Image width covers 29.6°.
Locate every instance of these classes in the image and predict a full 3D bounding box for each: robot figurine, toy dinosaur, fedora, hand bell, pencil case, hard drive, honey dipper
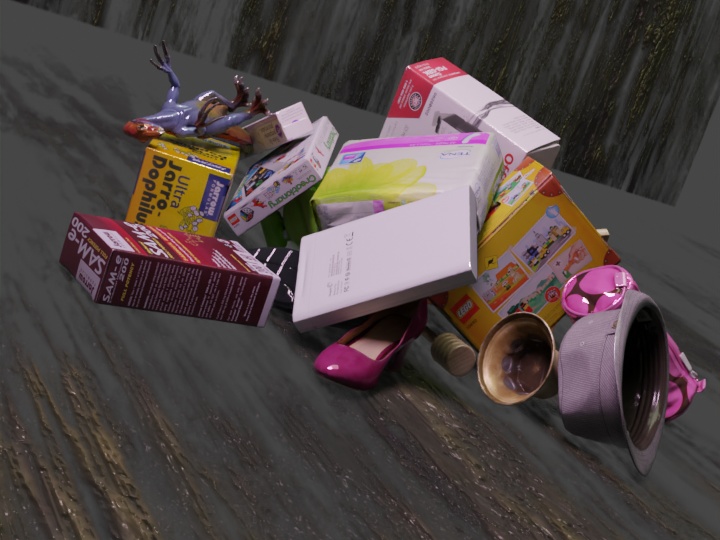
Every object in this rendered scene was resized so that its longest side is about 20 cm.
[{"bbox_3d":[-0.040,-0.067,1.741,0.173,0.117,0.200,-18,-4,-2],"label":"robot figurine"},{"bbox_3d":[-0.198,-0.172,1.633,0.180,0.201,0.105,-27,51,-23],"label":"toy dinosaur"},{"bbox_3d":[0.263,0.116,1.442,0.089,0.201,0.178,-3,-43,29],"label":"fedora"},{"bbox_3d":[0.230,0.127,1.535,0.199,0.105,0.104,27,5,-43],"label":"hand bell"},{"bbox_3d":[0.314,0.083,1.566,0.200,0.093,0.091,50,42,-28],"label":"pencil case"},{"bbox_3d":[0.027,-0.013,1.427,0.133,0.198,0.027,-86,152,-47],"label":"hard drive"},{"bbox_3d":[0.076,0.074,1.586,0.038,0.038,0.200,14,9,-24],"label":"honey dipper"}]

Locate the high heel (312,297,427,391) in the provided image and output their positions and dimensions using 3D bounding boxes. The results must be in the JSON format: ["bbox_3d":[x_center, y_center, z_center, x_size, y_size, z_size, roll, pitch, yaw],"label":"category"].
[{"bbox_3d":[0.012,0.061,1.377,0.067,0.097,0.200,23,13,16],"label":"high heel"}]

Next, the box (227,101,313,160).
[{"bbox_3d":[-0.119,-0.176,1.742,0.041,0.039,0.200,-28,8,-23],"label":"box"}]

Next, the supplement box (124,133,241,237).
[{"bbox_3d":[-0.215,-0.101,1.671,0.108,0.110,0.200,17,13,-6],"label":"supplement box"}]

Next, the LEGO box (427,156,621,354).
[{"bbox_3d":[0.178,-0.004,1.580,0.149,0.200,0.077,46,1,-25],"label":"LEGO box"}]

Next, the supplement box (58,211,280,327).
[{"bbox_3d":[-0.194,0.000,1.394,0.198,0.062,0.109,10,17,-37],"label":"supplement box"}]

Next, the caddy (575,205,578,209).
[{"bbox_3d":[0.196,-0.049,1.798,0.140,0.106,0.199,13,-19,-41],"label":"caddy"}]

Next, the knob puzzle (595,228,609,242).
[{"bbox_3d":[0.202,0.012,1.711,0.218,0.220,0.031,12,46,-34],"label":"knob puzzle"}]

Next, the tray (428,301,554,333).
[{"bbox_3d":[0.160,0.040,1.848,0.198,0.037,0.099,17,13,-10],"label":"tray"}]

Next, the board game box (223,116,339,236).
[{"bbox_3d":[-0.094,-0.119,1.668,0.035,0.126,0.200,53,17,-14],"label":"board game box"}]

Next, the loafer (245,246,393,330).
[{"bbox_3d":[-0.053,0.030,1.518,0.198,0.073,0.073,18,-27,19],"label":"loafer"}]

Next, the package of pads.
[{"bbox_3d":[0.054,-0.093,1.550,0.197,0.069,0.155,-3,31,20],"label":"package of pads"}]

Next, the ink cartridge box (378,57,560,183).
[{"bbox_3d":[0.127,-0.146,1.681,0.199,0.148,0.082,38,34,25],"label":"ink cartridge box"}]
